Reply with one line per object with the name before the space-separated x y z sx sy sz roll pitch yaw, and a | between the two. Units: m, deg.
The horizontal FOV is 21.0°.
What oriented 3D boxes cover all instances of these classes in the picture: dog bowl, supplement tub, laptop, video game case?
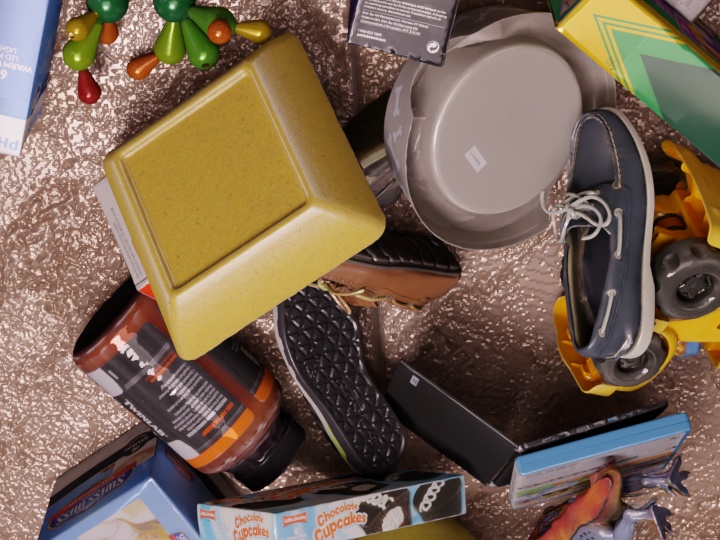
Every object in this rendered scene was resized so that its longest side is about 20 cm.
dog bowl | 0.106 -0.118 1.539 0.199 0.059 0.201 -14 121 -25
supplement tub | -0.141 0.100 1.648 0.200 0.107 0.107 43 107 -14
laptop | 0.133 0.115 1.634 0.199 0.177 0.104 -16 76 -9
video game case | 0.196 0.162 1.627 0.142 0.200 0.018 -15 75 -1

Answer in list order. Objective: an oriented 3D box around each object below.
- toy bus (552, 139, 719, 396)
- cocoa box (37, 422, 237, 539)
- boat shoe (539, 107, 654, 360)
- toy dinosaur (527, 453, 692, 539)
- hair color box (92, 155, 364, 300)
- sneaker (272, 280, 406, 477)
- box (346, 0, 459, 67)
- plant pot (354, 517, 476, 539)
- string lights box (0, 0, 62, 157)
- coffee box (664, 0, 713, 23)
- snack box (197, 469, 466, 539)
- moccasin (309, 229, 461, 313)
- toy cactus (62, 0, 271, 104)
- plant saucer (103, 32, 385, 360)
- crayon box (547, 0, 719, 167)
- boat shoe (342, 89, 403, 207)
toy bus | 0.281 0.016 1.605 0.191 0.136 0.200 16 124 -27
cocoa box | -0.168 0.253 1.698 0.133 0.131 0.200 -33 108 13
boat shoe | 0.183 -0.030 1.510 0.062 0.075 0.201 2 84 -36
toy dinosaur | 0.195 0.201 1.659 0.181 0.105 0.200 -16 134 40
hair color box | -0.109 -0.073 1.570 0.200 0.111 0.064 -35 151 13
sneaker | -0.031 0.092 1.655 0.072 0.083 0.201 -29 107 -21
box | 0.041 -0.253 1.449 0.079 0.200 0.142 15 111 -5
plant pot | 0.049 0.293 1.692 0.199 0.142 0.201 -1 134 -1
string lights box | -0.269 -0.203 1.527 0.059 0.103 0.201 13 112 -5
coffee box | 0.284 -0.300 1.474 0.080 0.113 0.200 37 108 -13
snack box | -0.023 0.200 1.631 0.199 0.116 0.037 -7 92 -38
moccasin | -0.001 -0.001 1.579 0.078 0.201 0.074 -49 63 20
toy cactus | -0.163 -0.230 1.530 0.199 0.102 0.166 -23 101 19
plant saucer | -0.105 -0.064 1.502 0.200 0.048 0.200 -33 64 16
crayon box | 0.220 -0.176 1.478 0.172 0.200 0.058 37 108 -13
boat shoe | 0.007 -0.082 1.596 0.201 0.072 0.066 -37 120 12
